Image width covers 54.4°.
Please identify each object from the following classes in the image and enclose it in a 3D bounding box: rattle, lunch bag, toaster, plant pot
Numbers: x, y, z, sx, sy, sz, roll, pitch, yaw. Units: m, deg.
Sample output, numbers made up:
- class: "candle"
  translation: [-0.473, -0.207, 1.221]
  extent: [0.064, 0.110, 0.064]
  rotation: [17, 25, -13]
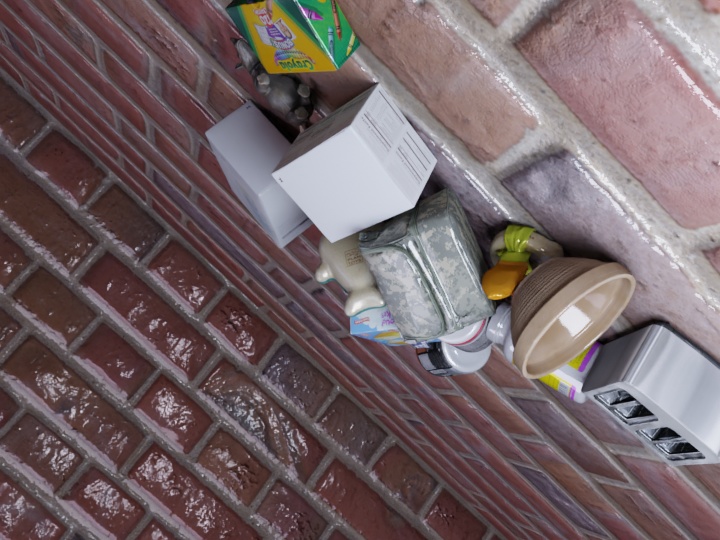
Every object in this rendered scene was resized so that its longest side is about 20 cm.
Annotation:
- class: "rattle"
  translation: [0.243, 0.037, 1.089]
  extent: [0.127, 0.146, 0.202]
  rotation: [13, 149, 5]
- class: "lunch bag"
  translation: [0.103, 0.003, 1.084]
  extent: [0.203, 0.164, 0.140]
  rotation: [61, -160, -19]
- class: "toaster"
  translation: [0.447, 0.180, 1.020]
  extent: [0.180, 0.119, 0.200]
  rotation: [38, 162, 4]
- class: "plant pot"
  translation: [0.276, 0.048, 0.977]
  extent: [0.093, 0.198, 0.202]
  rotation: [53, 171, 31]

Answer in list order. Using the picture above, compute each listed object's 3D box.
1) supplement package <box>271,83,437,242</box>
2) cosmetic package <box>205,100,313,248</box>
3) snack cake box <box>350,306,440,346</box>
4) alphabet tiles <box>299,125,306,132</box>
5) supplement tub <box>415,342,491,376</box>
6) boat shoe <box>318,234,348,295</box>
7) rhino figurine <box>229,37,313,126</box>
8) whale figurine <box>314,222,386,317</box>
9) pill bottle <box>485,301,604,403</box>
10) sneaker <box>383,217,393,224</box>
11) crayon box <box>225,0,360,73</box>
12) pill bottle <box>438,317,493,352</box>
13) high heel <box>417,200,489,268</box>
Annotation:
- class: "supplement package"
  translation: [-0.011, -0.159, 1.090]
  extent: [0.198, 0.112, 0.156]
  rotation: [-19, 122, 46]
- class: "cosmetic package"
  translation: [-0.193, -0.192, 1.422]
  extent: [0.200, 0.122, 0.201]
  rotation: [47, 165, 26]
- class: "snack cake box"
  translation: [0.070, 0.089, 1.274]
  extent: [0.112, 0.069, 0.199]
  rotation: [-7, 165, 23]
- class: "alphabet tiles"
  translation: [-0.072, -0.169, 1.316]
  extent: [0.200, 0.014, 0.199]
  rotation: [96, 150, -74]
- class: "supplement tub"
  translation: [0.193, 0.165, 1.520]
  extent: [0.122, 0.123, 0.200]
  rotation: [41, 163, -4]
- class: "boat shoe"
  translation: [-0.006, 0.008, 1.333]
  extent: [0.074, 0.062, 0.201]
  rotation: [-26, 114, 31]
- class: "rhino figurine"
  translation: [-0.153, -0.323, 1.190]
  extent: [0.200, 0.060, 0.087]
  rotation: [44, 174, 2]
- class: "whale figurine"
  translation: [0.000, 0.000, 1.205]
  extent: [0.105, 0.155, 0.203]
  rotation: [67, -173, -51]
- class: "pill bottle"
  translation: [0.317, 0.132, 1.202]
  extent: [0.198, 0.105, 0.105]
  rotation: [31, 161, 27]
- class: "sneaker"
  translation: [0.036, -0.148, 1.222]
  extent: [0.199, 0.074, 0.082]
  rotation: [39, 145, -9]
- class: "crayon box"
  translation: [-0.101, -0.352, 1.009]
  extent: [0.198, 0.059, 0.119]
  rotation: [18, 151, 51]
- class: "pill bottle"
  translation: [0.197, 0.091, 1.295]
  extent: [0.109, 0.113, 0.199]
  rotation: [30, 180, 28]
- class: "high heel"
  translation: [0.155, -0.042, 1.179]
  extent: [0.096, 0.068, 0.201]
  rotation: [36, 170, 48]
